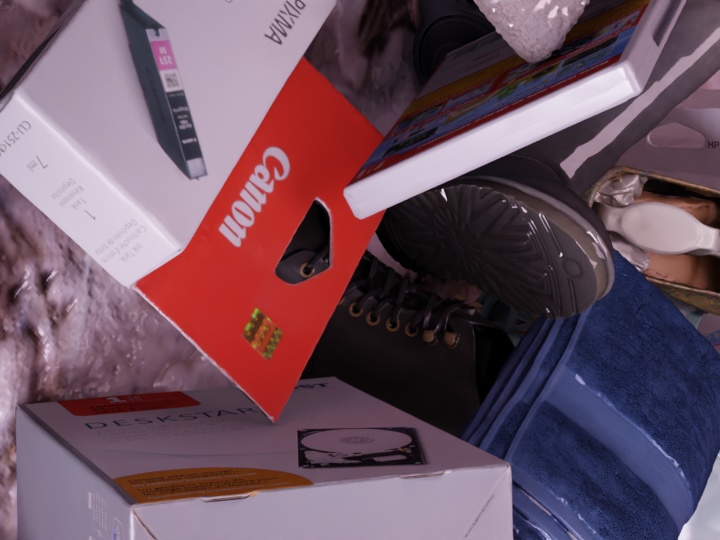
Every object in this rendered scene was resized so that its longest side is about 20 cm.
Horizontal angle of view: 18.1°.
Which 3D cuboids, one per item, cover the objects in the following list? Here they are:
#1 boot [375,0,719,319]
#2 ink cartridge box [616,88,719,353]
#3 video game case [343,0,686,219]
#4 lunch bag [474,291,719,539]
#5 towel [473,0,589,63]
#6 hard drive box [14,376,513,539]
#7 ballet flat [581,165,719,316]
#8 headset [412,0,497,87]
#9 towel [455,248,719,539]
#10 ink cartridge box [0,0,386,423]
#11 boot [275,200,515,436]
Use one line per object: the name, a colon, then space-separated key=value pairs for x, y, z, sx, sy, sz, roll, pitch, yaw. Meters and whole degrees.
boot: x=0.118 y=-0.066 z=1.084 sx=0.199 sy=0.181 sz=0.073 roll=-32 pitch=119 yaw=-24
ink cartridge box: x=0.213 y=-0.012 z=1.335 sx=0.200 sy=0.128 sz=0.126 roll=51 pitch=56 yaw=-39
video game case: x=0.080 y=-0.092 z=1.043 sx=0.018 sy=0.142 sz=0.200 roll=61 pitch=25 yaw=-13
lunch bag: x=0.140 y=0.074 z=1.197 sx=0.200 sy=0.122 sz=0.170 roll=53 pitch=15 yaw=1
towel: x=0.093 y=-0.206 z=1.000 sx=0.133 sy=0.034 sz=0.201 roll=46 pitch=67 yaw=-36
hard drive box: x=-0.047 y=0.103 z=0.931 sx=0.155 sy=0.200 sz=0.078 roll=-4 pitch=98 yaw=-21
ballet flat: x=0.181 y=-0.014 z=1.179 sx=0.199 sy=0.071 sz=0.071 roll=12 pitch=84 yaw=-23
headset: x=0.073 y=-0.105 z=1.215 sx=0.123 sy=0.094 sz=0.202 roll=5 pitch=75 yaw=-47
towel: x=0.107 y=0.077 z=1.019 sx=0.112 sy=0.049 sz=0.200 roll=43 pitch=38 yaw=-4
ink cartridge box: x=-0.055 y=-0.060 z=0.972 sx=0.173 sy=0.043 sz=0.200 roll=43 pitch=40 yaw=-13
boot: x=0.000 y=0.000 z=1.063 sx=0.078 sy=0.138 sz=0.201 roll=-54 pitch=131 yaw=-32
